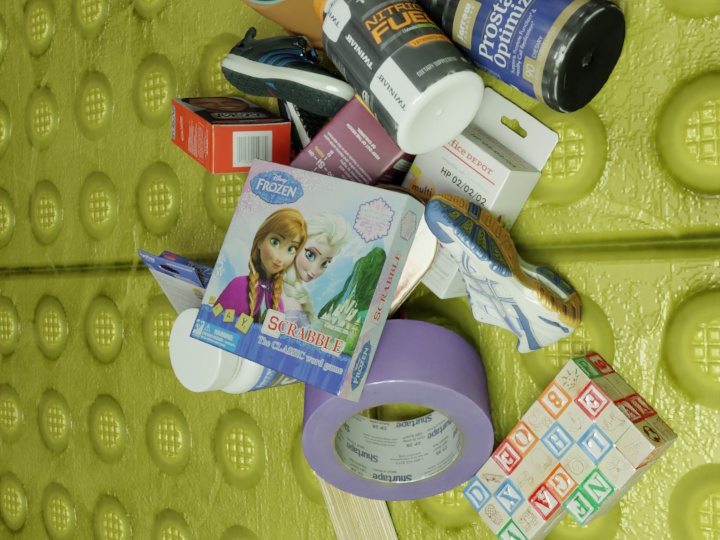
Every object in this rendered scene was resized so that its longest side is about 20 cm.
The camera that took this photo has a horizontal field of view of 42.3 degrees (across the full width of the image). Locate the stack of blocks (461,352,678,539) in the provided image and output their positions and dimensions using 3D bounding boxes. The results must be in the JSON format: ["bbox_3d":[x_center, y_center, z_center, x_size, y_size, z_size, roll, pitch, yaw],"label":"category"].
[{"bbox_3d":[0.205,0.197,0.935,0.115,0.058,0.201,49,121,28],"label":"stack of blocks"}]

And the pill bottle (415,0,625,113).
[{"bbox_3d":[0.153,-0.247,0.927,0.199,0.111,0.113,37,115,33],"label":"pill bottle"}]

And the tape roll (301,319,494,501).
[{"bbox_3d":[0.038,0.151,0.980,0.200,0.199,0.085,-45,29,32],"label":"tape roll"}]

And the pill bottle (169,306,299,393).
[{"bbox_3d":[-0.124,0.087,1.121,0.113,0.199,0.115,2,94,41],"label":"pill bottle"}]

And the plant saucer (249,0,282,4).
[{"bbox_3d":[-0.079,-0.383,0.989,0.198,0.036,0.203,2,93,40],"label":"plant saucer"}]

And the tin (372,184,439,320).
[{"bbox_3d":[0.000,0.000,0.980,0.112,0.042,0.200,40,101,-1],"label":"tin"}]

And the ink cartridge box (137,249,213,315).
[{"bbox_3d":[-0.202,0.045,1.218,0.119,0.042,0.201,17,146,39],"label":"ink cartridge box"}]

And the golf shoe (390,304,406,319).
[{"bbox_3d":[-0.051,0.059,1.070,0.092,0.198,0.073,124,155,-54],"label":"golf shoe"}]

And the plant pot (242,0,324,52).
[{"bbox_3d":[-0.061,-0.364,1.088,0.199,0.139,0.203,3,94,40],"label":"plant pot"}]

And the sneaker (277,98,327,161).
[{"bbox_3d":[-0.082,-0.162,1.160,0.090,0.070,0.202,-29,75,34],"label":"sneaker"}]

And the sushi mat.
[{"bbox_3d":[0.004,0.317,1.145,0.095,0.012,0.202,-32,71,39],"label":"sushi mat"}]

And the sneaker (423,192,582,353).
[{"bbox_3d":[0.127,0.011,0.936,0.200,0.075,0.088,42,128,-8],"label":"sneaker"}]

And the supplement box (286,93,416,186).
[{"bbox_3d":[-0.029,-0.097,1.043,0.200,0.110,0.086,-44,83,11],"label":"supplement box"}]

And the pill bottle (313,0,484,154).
[{"bbox_3d":[0.029,-0.222,0.942,0.106,0.106,0.201,-51,60,30],"label":"pill bottle"}]

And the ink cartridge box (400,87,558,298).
[{"bbox_3d":[0.111,-0.086,0.998,0.115,0.067,0.201,41,117,31],"label":"ink cartridge box"}]

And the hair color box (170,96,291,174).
[{"bbox_3d":[-0.167,-0.173,1.165,0.200,0.100,0.062,-145,54,-58],"label":"hair color box"}]

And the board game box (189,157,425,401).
[{"bbox_3d":[-0.057,0.003,0.928,0.198,0.041,0.202,16,84,32],"label":"board game box"}]

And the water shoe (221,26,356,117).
[{"bbox_3d":[-0.076,-0.239,1.079,0.198,0.072,0.079,20,75,29],"label":"water shoe"}]
